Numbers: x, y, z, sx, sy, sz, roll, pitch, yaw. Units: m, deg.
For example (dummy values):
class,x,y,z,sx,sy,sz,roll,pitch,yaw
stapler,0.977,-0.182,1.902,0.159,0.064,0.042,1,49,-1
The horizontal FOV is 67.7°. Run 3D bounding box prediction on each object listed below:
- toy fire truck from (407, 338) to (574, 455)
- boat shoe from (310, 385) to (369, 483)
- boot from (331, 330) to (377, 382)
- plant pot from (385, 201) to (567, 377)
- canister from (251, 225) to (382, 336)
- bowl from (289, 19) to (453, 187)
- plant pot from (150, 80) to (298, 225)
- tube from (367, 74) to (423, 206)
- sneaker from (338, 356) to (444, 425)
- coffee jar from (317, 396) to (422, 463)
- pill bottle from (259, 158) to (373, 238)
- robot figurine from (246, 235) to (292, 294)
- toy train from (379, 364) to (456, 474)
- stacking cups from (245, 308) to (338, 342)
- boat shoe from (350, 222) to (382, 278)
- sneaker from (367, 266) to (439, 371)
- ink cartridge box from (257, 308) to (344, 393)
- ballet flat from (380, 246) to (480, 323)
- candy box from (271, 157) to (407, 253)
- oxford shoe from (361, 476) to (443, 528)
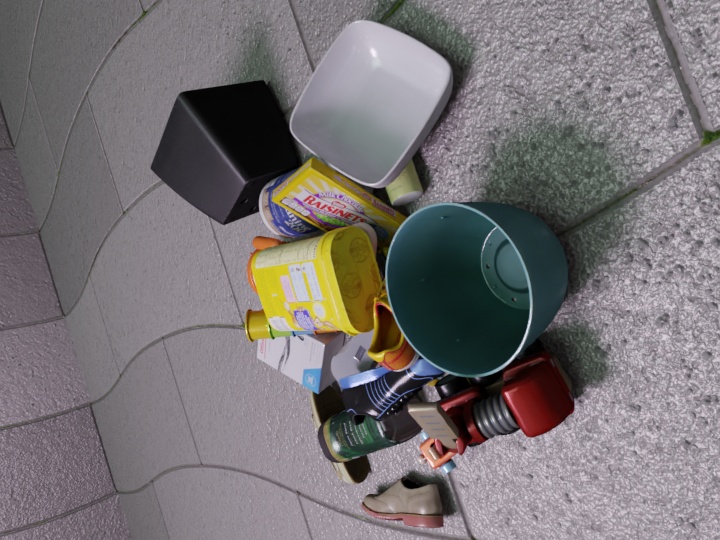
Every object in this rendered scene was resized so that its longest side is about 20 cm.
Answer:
class,x,y,z,sx,sy,sz,roll,pitch,yaw
toy fire truck,0.151,0.164,0.647,0.175,0.200,0.129,-29,89,25
boat shoe,-0.052,0.316,1.038,0.063,0.073,0.202,-28,90,46
boot,0.020,0.119,0.889,0.074,0.095,0.200,42,140,9
plant pot,0.157,0.009,0.657,0.200,0.160,0.202,16,112,43
canister,-0.069,0.021,0.813,0.199,0.086,0.150,-7,103,45
bowl,0.020,-0.228,0.756,0.199,0.075,0.201,38,100,25
plant pot,-0.236,-0.206,0.999,0.178,0.200,0.200,52,134,8
tube,0.037,-0.198,0.809,0.052,0.058,0.201,110,143,-78
sneaker,0.050,0.175,0.784,0.199,0.070,0.078,-26,76,42
coffee jar,0.012,0.271,0.930,0.200,0.104,0.086,-38,71,45
pill bottle,-0.075,-0.124,0.900,0.199,0.111,0.112,-11,94,48
robot figurine,-0.134,0.005,0.998,0.199,0.143,0.118,6,85,46
toy train,0.105,0.196,0.809,0.150,0.056,0.201,-38,70,19
stacking cups,-0.102,0.087,0.952,0.198,0.061,0.061,-7,99,6
boat shoe,0.000,0.000,0.867,0.075,0.092,0.201,41,130,23
sneaker,0.058,0.033,0.728,0.073,0.077,0.201,-10,60,37
ink cartridge box,-0.135,0.137,1.044,0.199,0.067,0.117,23,120,27
ballet flat,0.106,0.021,0.792,0.067,0.067,0.200,-46,58,19
candy box,-0.024,-0.088,0.807,0.102,0.199,0.027,-32,42,40
oxford shoe,0.074,0.403,0.948,0.199,0.070,0.075,-20,60,49
